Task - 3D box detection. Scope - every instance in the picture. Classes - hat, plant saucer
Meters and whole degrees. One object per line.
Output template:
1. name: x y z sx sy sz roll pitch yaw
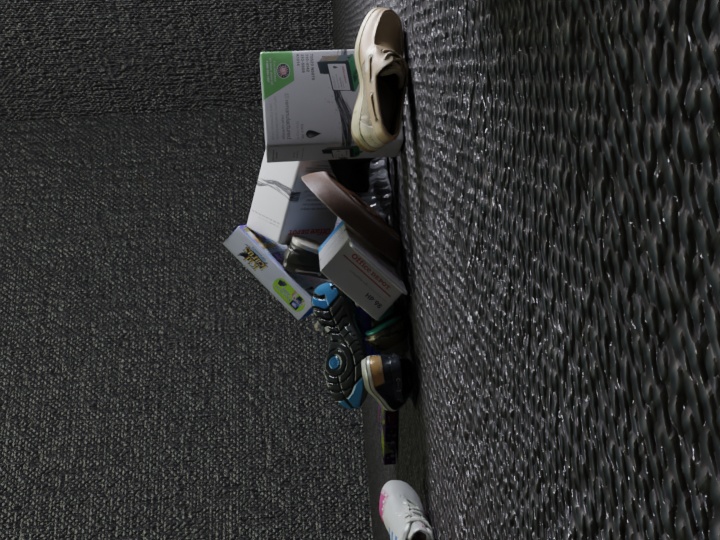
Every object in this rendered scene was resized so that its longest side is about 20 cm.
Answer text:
1. hat: 0.004 -0.228 1.550 0.201 0.081 0.201 46 -144 -50
2. plant saucer: -0.006 -0.091 1.521 0.034 0.200 0.200 -48 12 8

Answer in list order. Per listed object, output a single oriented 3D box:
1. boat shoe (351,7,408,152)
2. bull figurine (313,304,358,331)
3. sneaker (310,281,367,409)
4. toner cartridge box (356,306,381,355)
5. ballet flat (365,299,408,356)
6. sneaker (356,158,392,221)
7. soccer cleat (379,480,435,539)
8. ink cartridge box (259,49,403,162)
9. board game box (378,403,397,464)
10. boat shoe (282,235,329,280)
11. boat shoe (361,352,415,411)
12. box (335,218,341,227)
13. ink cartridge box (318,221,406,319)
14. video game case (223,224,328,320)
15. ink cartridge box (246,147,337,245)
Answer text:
1. boat shoe: 0.036 -0.253 1.270 0.064 0.071 0.200 -14 68 52
2. bull figurine: -0.006 0.101 1.777 0.200 0.065 0.122 -22 -66 -51
3. sneaker: -0.016 0.115 1.497 0.082 0.073 0.200 27 -132 -58
4. toner cartridge box: 0.011 0.107 1.657 0.200 0.043 0.095 3 -99 -70
5. ballet flat: 0.048 0.097 1.542 0.200 0.068 0.075 -82 -33 -77
6. sneaker: 0.024 -0.134 1.679 0.082 0.075 0.200 72 -158 -64
7. soccer cleat: 0.073 0.358 1.353 0.200 0.070 0.086 -100 23 -50
8. ink cartridge box: -0.042 -0.240 1.417 0.084 0.200 0.146 118 147 -79
9. board game box: 0.053 0.273 1.915 0.120 0.032 0.200 -102 9 -45
10. boat shoe: -0.036 -0.002 1.625 0.057 0.200 0.067 -63 24 17
11. boat shoe: 0.053 0.164 1.455 0.200 0.062 0.075 50 -152 -68
12. box: -0.009 -0.085 1.811 0.101 0.112 0.200 -157 63 -85
13. ink cartridge box: 0.000 0.000 1.476 0.116 0.067 0.200 41 -173 -11
14. video game case: -0.131 -0.004 1.688 0.181 0.045 0.200 46 -168 4
15. ink cartridge box: -0.094 -0.152 1.632 0.145 0.084 0.200 -5 -63 -54
